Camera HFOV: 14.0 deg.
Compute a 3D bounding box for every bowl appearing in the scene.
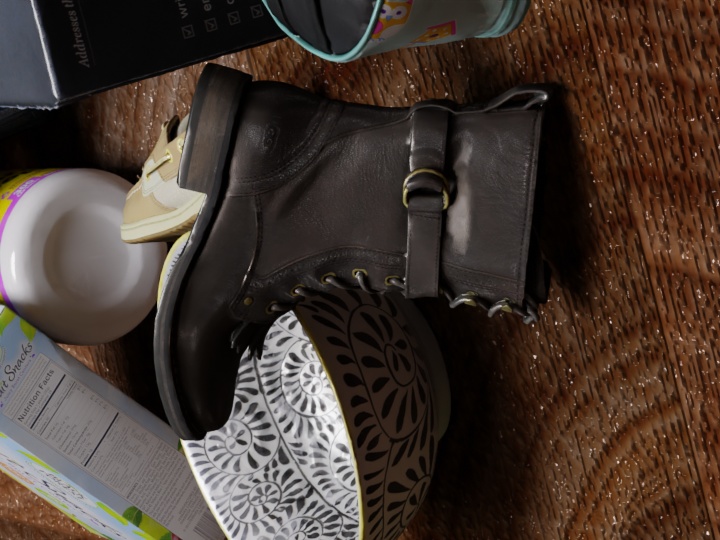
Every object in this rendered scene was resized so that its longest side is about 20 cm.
[{"bbox_3d":[-0.015,0.062,1.493,0.201,0.094,0.202,42,141,45],"label":"bowl"}]

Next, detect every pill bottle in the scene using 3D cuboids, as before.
[{"bbox_3d":[-0.202,-0.010,1.784,0.200,0.104,0.105,3,109,61],"label":"pill bottle"}]

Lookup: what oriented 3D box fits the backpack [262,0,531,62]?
[{"bbox_3d":[0.018,-0.191,1.201,0.176,0.153,0.201,49,137,40],"label":"backpack"}]

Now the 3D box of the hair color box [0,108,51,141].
[{"bbox_3d":[-0.234,-0.137,1.728,0.200,0.060,0.101,92,156,-85],"label":"hair color box"}]

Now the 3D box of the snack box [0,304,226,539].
[{"bbox_3d":[-0.184,0.092,1.746,0.200,0.068,0.168,37,166,-28],"label":"snack box"}]

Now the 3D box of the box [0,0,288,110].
[{"bbox_3d":[-0.101,-0.197,1.373,0.124,0.196,0.201,5,111,61],"label":"box"}]

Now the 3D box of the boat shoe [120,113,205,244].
[{"bbox_3d":[-0.077,-0.055,1.572,0.200,0.074,0.067,-17,79,62],"label":"boat shoe"}]

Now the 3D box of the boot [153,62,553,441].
[{"bbox_3d":[0.000,0.000,1.342,0.069,0.173,0.201,-71,-9,-67],"label":"boot"}]
